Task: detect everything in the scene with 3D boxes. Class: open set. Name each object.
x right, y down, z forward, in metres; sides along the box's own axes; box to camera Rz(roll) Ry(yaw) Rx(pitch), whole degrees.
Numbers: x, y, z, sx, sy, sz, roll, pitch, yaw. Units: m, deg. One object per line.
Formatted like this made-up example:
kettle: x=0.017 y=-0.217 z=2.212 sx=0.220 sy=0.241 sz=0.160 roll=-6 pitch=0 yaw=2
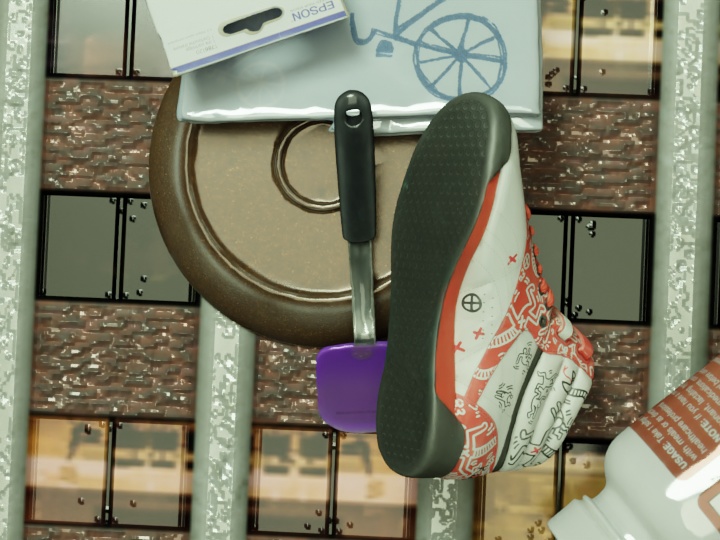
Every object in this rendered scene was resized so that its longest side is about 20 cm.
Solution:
plant saucer: x=-0.019 y=-0.058 z=1.057 sx=0.200 sy=0.034 sz=0.200 roll=0 pitch=88 yaw=2
sneaker: x=0.074 y=0.011 z=1.012 sx=0.108 sy=0.067 sz=0.202 roll=4 pitch=98 yaw=-38
spatula: x=0.000 y=0.000 z=1.019 sx=0.056 sy=0.021 sz=0.200 roll=-4 pitch=111 yaw=0
snack bag: x=-0.002 y=-0.157 z=1.040 sx=0.200 sy=0.021 sz=0.189 roll=-2 pitch=70 yaw=5
pill bottle: x=0.201 y=0.103 z=1.001 sx=0.200 sy=0.112 sz=0.112 roll=-38 pitch=87 yaw=1
ink cartridge box: x=-0.079 y=-0.193 z=1.029 sx=0.099 sy=0.039 sz=0.200 roll=-18 pitch=67 yaw=-2
